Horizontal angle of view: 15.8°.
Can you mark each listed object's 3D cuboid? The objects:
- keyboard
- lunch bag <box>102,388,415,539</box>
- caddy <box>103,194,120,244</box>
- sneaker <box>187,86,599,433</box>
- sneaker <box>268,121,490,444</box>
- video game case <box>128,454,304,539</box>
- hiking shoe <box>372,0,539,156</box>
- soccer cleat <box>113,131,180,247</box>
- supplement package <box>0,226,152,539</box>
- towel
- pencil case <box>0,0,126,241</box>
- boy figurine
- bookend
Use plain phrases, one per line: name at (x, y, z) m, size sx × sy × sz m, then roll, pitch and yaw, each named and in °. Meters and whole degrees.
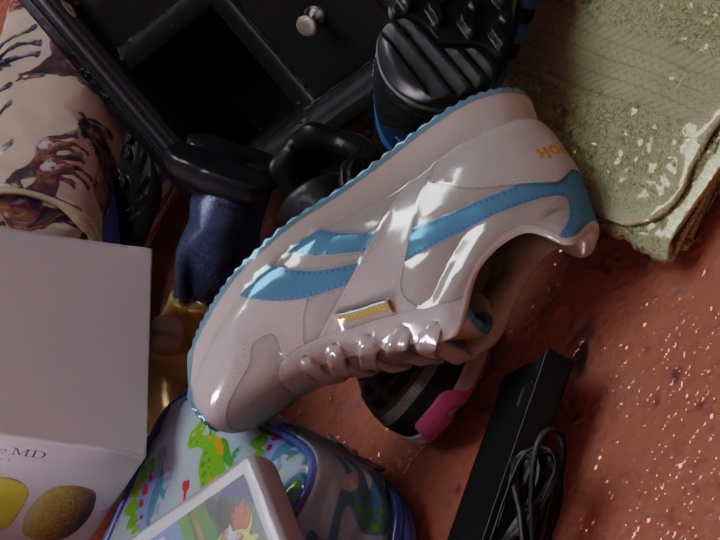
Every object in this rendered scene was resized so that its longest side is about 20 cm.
keyboard at (0.055, 0.134, 1.074) m, size 0.104 × 0.039 × 0.201 m, roll 141°, pitch 149°, yaw -76°
lunch bag at (-0.069, 0.160, 1.180) m, size 0.160 × 0.082 × 0.201 m, roll 20°, pitch 84°, yaw 57°
caddy at (-0.210, 0.010, 1.450) m, size 0.141 × 0.104 × 0.202 m, roll -20°, pitch 72°, yaw 47°
sneaker at (0.010, 0.011, 1.107) m, size 0.200 × 0.076 × 0.081 m, roll -39°, pitch 66°, yaw 14°
sneaker at (0.000, 0.000, 1.201) m, size 0.074 × 0.087 × 0.201 m, roll -46°, pitch 33°, yaw 24°
video game case at (-0.076, 0.207, 1.077) m, size 0.182 × 0.022 × 0.201 m, roll -36°, pitch 58°, yaw 21°
hiking shoe at (0.051, -0.134, 1.173) m, size 0.201 × 0.074 × 0.087 m, roll -58°, pitch -4°, yaw -33°
soccer cleat at (-0.104, -0.082, 1.469) m, size 0.068 × 0.073 × 0.201 m, roll 38°, pitch 117°, yaw 42°
supplement package at (-0.180, 0.073, 1.264) m, size 0.200 × 0.113 × 0.110 m, roll 126°, pitch 148°, yaw -57°
towel at (0.119, -0.092, 1.145) m, size 0.149 × 0.036 × 0.200 m, roll -60°, pitch 30°, yaw 2°
pencil case at (-0.165, -0.089, 1.374) m, size 0.089 × 0.078 × 0.201 m, roll -13°, pitch 50°, yaw 25°
boy figurine at (-0.086, 0.035, 1.303) m, size 0.124 × 0.064 × 0.201 m, roll -47°, pitch -25°, yaw -69°
bookend at (-0.060, -0.161, 1.302) m, size 0.200 × 0.199 × 0.092 m, roll -32°, pitch 12°, yaw 40°
